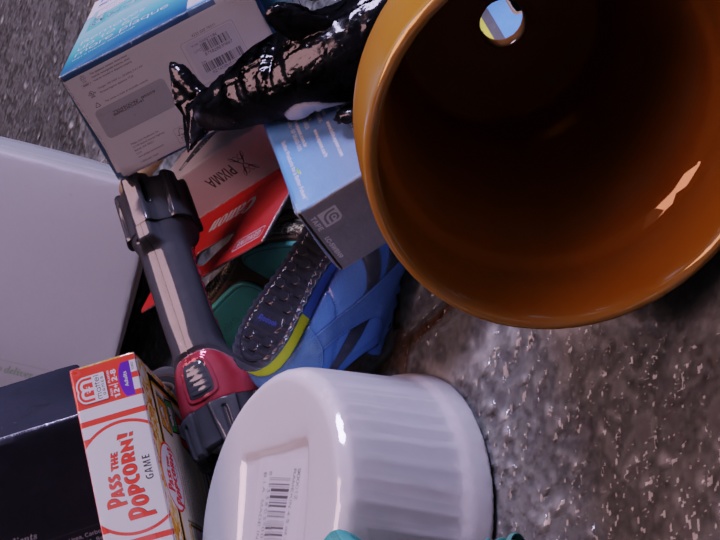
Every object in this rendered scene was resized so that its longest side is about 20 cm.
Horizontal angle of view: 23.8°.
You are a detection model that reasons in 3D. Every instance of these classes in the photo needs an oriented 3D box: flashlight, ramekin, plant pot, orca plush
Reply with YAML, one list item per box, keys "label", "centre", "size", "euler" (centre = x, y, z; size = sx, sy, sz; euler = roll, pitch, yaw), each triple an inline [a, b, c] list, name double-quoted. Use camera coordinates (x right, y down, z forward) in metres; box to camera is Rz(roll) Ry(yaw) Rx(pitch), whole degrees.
- label: "flashlight"
  centre: [-0.109, 0.032, 1.145]
  size: [0.068, 0.067, 0.202]
  euler: [-56, 49, 52]
- label: "ramekin"
  centre: [-0.016, 0.154, 1.021]
  size: [0.200, 0.097, 0.203]
  euler: [-34, 49, 51]
- label: "plant pot"
  centre: [0.086, -0.102, 0.872]
  size: [0.202, 0.198, 0.184]
  euler: [-63, 20, 22]
- label: "orca plush"
  centre: [-0.040, -0.143, 1.034]
  size: [0.198, 0.071, 0.106]
  euler: [-7, 51, 32]

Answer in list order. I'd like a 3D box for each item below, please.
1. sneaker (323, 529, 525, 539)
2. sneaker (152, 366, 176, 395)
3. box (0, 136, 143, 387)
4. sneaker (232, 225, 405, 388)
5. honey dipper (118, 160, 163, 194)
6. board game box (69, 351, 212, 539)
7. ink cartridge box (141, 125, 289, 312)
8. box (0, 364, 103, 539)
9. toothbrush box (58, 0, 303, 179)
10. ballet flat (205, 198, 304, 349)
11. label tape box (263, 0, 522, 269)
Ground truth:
- label: "sneaker"
  centre: [0.064, 0.170, 0.864]
  size: [0.198, 0.077, 0.080]
  euler: [18, 85, 31]
- label: "sneaker"
  centre: [-0.166, 0.104, 1.323]
  size: [0.199, 0.081, 0.078]
  euler: [-12, 67, 58]
- label: "box"
  centre: [-0.284, -0.003, 1.421]
  size: [0.171, 0.197, 0.202]
  euler: [-155, 79, -80]
- label: "sneaker"
  centre: [0.000, 0.000, 1.105]
  size: [0.201, 0.078, 0.066]
  euler: [-56, 35, -4]
- label: "honey dipper"
  centre: [-0.122, -0.136, 1.322]
  size: [0.201, 0.038, 0.038]
  euler: [-53, 30, -5]
- label: "board game box"
  centre: [-0.128, 0.155, 1.121]
  size: [0.200, 0.046, 0.153]
  euler: [68, -173, -70]
- label: "ink cartridge box"
  centre: [-0.091, -0.072, 1.236]
  size: [0.199, 0.045, 0.177]
  euler: [-27, 28, 54]
- label: "box"
  centre: [-0.220, 0.191, 1.229]
  size: [0.197, 0.116, 0.202]
  euler: [-159, 53, -74]
- label: "toothbrush box"
  centre: [-0.118, -0.161, 1.204]
  size: [0.145, 0.086, 0.200]
  euler: [-25, 20, 10]
- label: "ballet flat"
  centre: [-0.062, -0.009, 1.217]
  size: [0.200, 0.067, 0.076]
  euler: [-37, 32, 52]
- label: "label tape box"
  centre: [0.040, -0.111, 1.050]
  size: [0.199, 0.063, 0.145]
  euler: [-31, 42, 9]
